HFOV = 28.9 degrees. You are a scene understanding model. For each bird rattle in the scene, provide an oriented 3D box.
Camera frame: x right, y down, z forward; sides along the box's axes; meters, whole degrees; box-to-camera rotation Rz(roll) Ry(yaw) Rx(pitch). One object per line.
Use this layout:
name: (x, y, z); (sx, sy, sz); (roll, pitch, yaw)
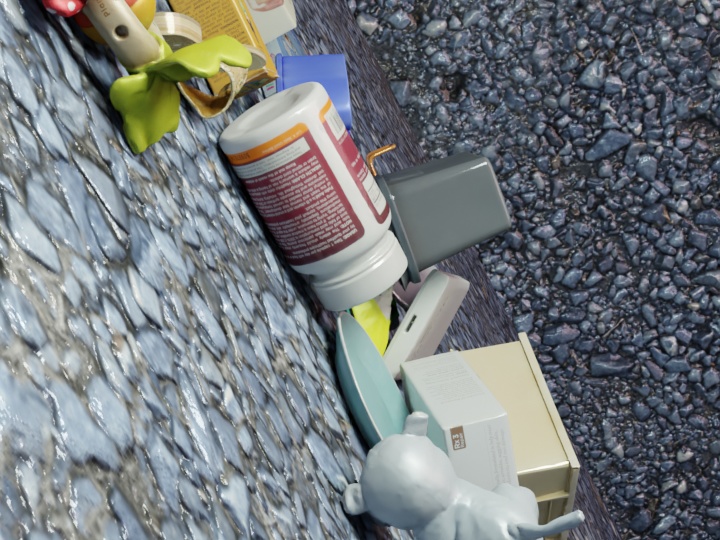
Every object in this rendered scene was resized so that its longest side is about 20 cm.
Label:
bird rattle: (-0.189, -0.190, 1.030); (0.200, 0.113, 0.163); (43, 7, -30)

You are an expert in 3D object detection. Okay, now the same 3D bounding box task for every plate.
plate: (0.016, 0.135, 1.382); (0.200, 0.026, 0.200); (61, 10, -19)

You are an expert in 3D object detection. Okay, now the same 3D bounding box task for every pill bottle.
pill bottle: (-0.041, -0.069, 1.348); (0.200, 0.114, 0.114); (61, 9, -19)

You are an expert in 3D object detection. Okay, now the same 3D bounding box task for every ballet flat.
ballet flat: (0.000, 0.000, 1.534); (0.200, 0.067, 0.067); (67, 8, 17)

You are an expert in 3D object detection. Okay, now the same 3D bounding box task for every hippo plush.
hippo plush: (0.057, 0.216, 1.150); (0.161, 0.160, 0.200); (33, -6, 0)

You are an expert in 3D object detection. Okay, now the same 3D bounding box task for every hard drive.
hard drive: (0.076, 0.063, 1.623); (0.027, 0.132, 0.200); (29, 3, 11)

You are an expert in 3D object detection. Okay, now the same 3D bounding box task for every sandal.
sandal: (-0.144, -0.171, 1.253); (0.212, 0.077, 0.070); (12, 72, -71)

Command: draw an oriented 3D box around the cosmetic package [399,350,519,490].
cosmetic package: (0.100, 0.163, 1.438); (0.200, 0.074, 0.102); (-128, -154, -70)

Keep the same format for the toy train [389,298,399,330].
toy train: (0.014, -0.001, 1.717); (0.200, 0.042, 0.056); (-106, 177, -49)

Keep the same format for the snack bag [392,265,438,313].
snack bag: (0.020, -0.041, 1.689); (0.200, 0.021, 0.189); (49, 19, -4)

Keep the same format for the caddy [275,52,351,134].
caddy: (-0.062, -0.160, 1.529); (0.200, 0.105, 0.142); (-98, -178, -65)

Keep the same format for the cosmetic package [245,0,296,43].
cosmetic package: (-0.157, -0.350, 1.559); (0.200, 0.087, 0.103); (58, 9, -32)

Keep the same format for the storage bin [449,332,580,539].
storage bin: (0.167, 0.217, 1.603); (0.200, 0.093, 0.199); (-108, -168, -45)

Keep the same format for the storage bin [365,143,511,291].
storage bin: (0.078, -0.077, 1.532); (0.200, 0.134, 0.146); (-122, -169, -82)

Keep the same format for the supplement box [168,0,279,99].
supplement box: (-0.157, -0.275, 1.426); (0.200, 0.069, 0.067); (63, 10, 3)

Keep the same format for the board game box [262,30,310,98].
board game box: (-0.091, -0.253, 1.804); (0.200, 0.043, 0.199); (50, 18, -57)
